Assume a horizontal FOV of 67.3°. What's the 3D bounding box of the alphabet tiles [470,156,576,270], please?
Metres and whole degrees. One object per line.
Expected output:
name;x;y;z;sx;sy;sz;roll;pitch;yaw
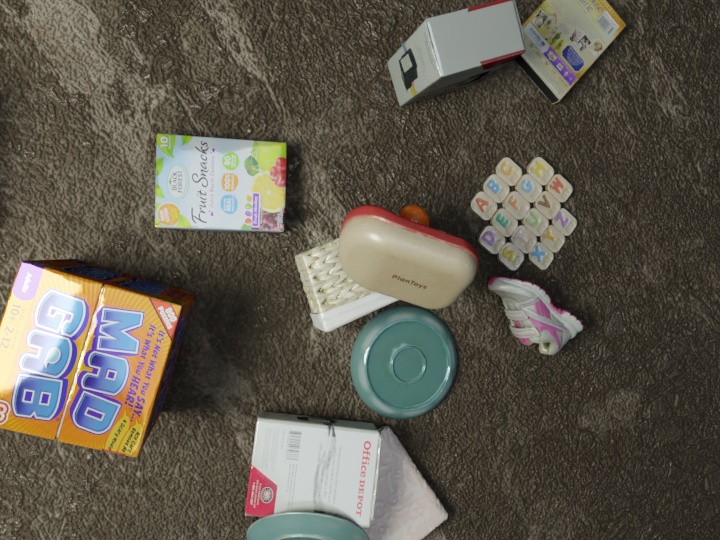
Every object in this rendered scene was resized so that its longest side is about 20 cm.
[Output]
alphabet tiles;0.304;-0.104;0.995;0.195;0.015;0.201;39;84;-10

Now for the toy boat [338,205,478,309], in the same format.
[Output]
toy boat;0.068;-0.039;0.775;0.198;0.131;0.132;18;51;-10

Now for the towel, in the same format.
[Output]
towel;0.027;0.405;0.940;0.190;0.032;0.201;-35;97;-8

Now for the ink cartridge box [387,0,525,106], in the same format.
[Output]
ink cartridge box;0.144;-0.339;0.860;0.144;0.200;0.084;-20;98;-10

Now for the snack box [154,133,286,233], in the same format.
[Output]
snack box;-0.218;-0.134;0.860;0.197;0.053;0.144;2;90;-12

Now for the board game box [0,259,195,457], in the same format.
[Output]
board game box;-0.365;0.109;0.760;0.197;0.200;0.202;17;88;-12

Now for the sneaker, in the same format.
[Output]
sneaker;0.303;0.083;0.966;0.199;0.081;0.089;35;83;-10

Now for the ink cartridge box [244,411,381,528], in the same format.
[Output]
ink cartridge box;-0.074;0.315;0.869;0.197;0.083;0.147;8;83;-5

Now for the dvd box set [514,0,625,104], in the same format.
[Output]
dvd box set;0.375;-0.431;0.993;0.146;0.029;0.200;43;84;-10

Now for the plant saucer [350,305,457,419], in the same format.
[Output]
plant saucer;0.081;0.164;0.948;0.197;0.027;0.203;0;91;-13

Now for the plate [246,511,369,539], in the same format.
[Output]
plate;-0.083;0.438;0.855;0.197;0.026;0.202;2;131;2

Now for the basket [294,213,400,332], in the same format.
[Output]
basket;0.000;0.000;0.871;0.198;0.135;0.125;-23;94;-12
